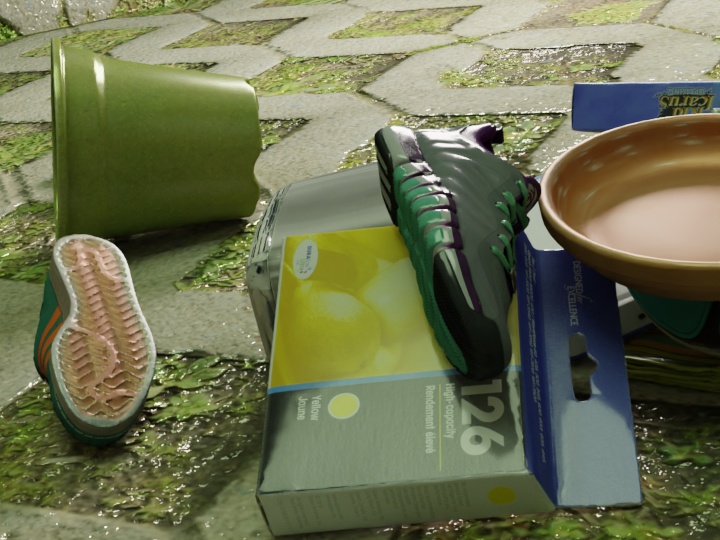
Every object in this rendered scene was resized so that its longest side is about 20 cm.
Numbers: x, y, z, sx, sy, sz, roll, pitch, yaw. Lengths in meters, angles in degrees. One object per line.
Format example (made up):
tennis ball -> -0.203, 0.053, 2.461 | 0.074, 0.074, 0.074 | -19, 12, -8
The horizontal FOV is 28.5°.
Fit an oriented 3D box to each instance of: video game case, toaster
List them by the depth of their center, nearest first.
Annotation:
toaster -> 0.000, 0.000, 0.976 | 0.129, 0.114, 0.200 | -10, 26, 11
video game case -> 0.314, -0.140, 1.243 | 0.199, 0.046, 0.181 | 5, 6, 36

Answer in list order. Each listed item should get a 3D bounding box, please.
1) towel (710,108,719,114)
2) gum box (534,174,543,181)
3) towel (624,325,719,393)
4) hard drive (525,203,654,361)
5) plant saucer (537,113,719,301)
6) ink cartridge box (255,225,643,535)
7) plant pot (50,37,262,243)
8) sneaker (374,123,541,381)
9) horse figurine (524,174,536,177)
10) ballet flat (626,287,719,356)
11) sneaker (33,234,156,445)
towel -> 0.318, -0.040, 0.908 | 0.149, 0.031, 0.200 | -9, 48, -8
gum box -> 0.246, -0.059, 1.125 | 0.170, 0.045, 0.200 | -23, 22, -34
towel -> 0.243, 0.027, 0.921 | 0.086, 0.018, 0.200 | 8, 26, 40
hard drive -> 0.165, -0.015, 0.989 | 0.132, 0.025, 0.200 | -24, 27, -1
plant saucer -> 0.205, -0.037, 0.831 | 0.199, 0.038, 0.200 | -7, 29, 4
ink cartridge box -> 0.048, 0.050, 0.799 | 0.199, 0.047, 0.198 | -8, 43, 10
plant pot -> -0.190, -0.112, 1.307 | 0.184, 0.201, 0.200 | -1, 17, -13
sneaker -> 0.069, -0.025, 0.791 | 0.087, 0.075, 0.200 | -12, 43, -6
horse figurine -> 0.060, -0.056, 1.180 | 0.132, 0.050, 0.200 | 21, 23, 25
ballet flat -> 0.226, 0.024, 0.834 | 0.069, 0.070, 0.200 | -16, 30, -18
sneaker -> -0.185, 0.062, 0.971 | 0.071, 0.080, 0.200 | 7, 33, -18
